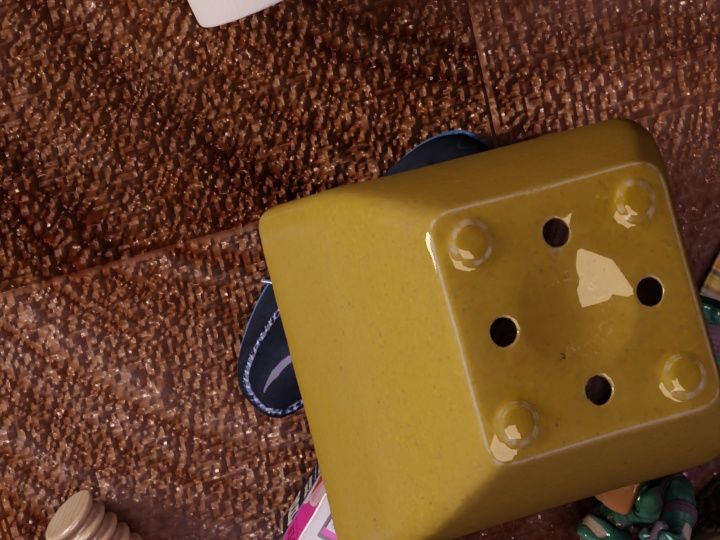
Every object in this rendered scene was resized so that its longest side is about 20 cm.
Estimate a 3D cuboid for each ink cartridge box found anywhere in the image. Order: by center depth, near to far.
[{"bbox_3d":[-0.005,0.117,1.077,0.037,0.095,0.201,27,97,-6],"label":"ink cartridge box"}]

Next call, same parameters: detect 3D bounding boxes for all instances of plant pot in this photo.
[{"bbox_3d":[0.076,0.029,0.924,0.193,0.200,0.196,-14,86,-12],"label":"plant pot"}]

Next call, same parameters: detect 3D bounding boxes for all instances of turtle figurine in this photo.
[{"bbox_3d":[0.154,0.103,1.102,0.100,0.149,0.202,12,100,-52],"label":"turtle figurine"}]

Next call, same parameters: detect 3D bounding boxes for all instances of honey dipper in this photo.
[{"bbox_3d":[-0.103,0.206,1.115,0.038,0.038,0.200,-44,112,2],"label":"honey dipper"}]

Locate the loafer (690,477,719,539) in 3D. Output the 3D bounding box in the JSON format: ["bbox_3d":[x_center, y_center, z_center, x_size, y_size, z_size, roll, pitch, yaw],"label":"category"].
[{"bbox_3d":[0.224,0.177,1.152,0.199,0.076,0.068,-32,108,9],"label":"loafer"}]

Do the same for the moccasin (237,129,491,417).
[{"bbox_3d":[0.000,0.000,1.063,0.080,0.068,0.201,36,94,-16],"label":"moccasin"}]

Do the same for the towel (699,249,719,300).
[{"bbox_3d":[0.276,-0.042,1.133,0.085,0.018,0.202,23,98,-16],"label":"towel"}]

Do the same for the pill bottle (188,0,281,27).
[{"bbox_3d":[-0.085,-0.235,0.969,0.109,0.110,0.202,-26,107,-4],"label":"pill bottle"}]
